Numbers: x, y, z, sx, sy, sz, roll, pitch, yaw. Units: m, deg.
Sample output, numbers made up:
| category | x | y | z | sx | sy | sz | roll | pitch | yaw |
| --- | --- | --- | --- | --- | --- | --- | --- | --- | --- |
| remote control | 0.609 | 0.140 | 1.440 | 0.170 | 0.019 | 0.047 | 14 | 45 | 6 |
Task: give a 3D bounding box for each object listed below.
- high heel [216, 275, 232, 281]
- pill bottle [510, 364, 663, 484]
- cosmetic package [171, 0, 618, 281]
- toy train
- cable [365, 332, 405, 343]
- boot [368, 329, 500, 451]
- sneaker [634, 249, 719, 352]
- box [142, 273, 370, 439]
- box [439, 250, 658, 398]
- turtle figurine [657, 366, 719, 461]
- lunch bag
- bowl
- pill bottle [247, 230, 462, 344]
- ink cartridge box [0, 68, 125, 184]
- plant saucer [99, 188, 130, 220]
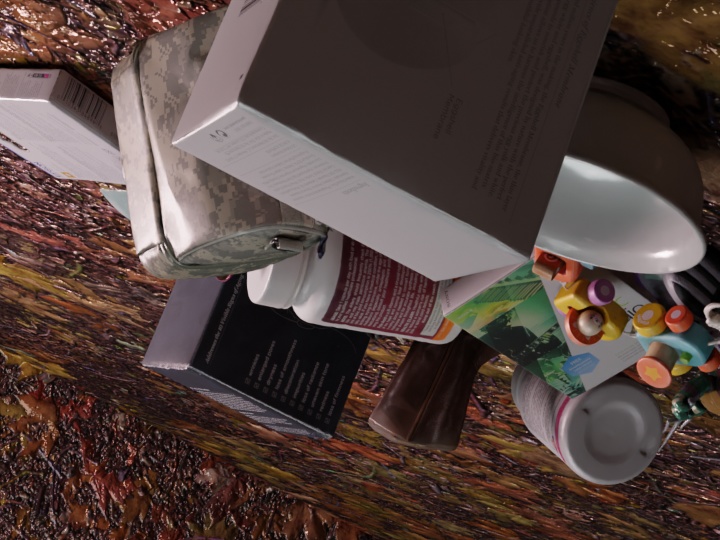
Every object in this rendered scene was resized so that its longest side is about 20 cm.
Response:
| category | x | y | z | sx | sy | sz | roll | pitch | yaw |
| --- | --- | --- | --- | --- | --- | --- | --- | --- | --- |
| high heel | -0.118 | -0.063 | 1.361 | 0.067 | 0.096 | 0.200 | 12 | 161 | 15 |
| pill bottle | 0.235 | 0.145 | 1.649 | 0.113 | 0.114 | 0.200 | 26 | -176 | -16 |
| cosmetic package | 0.025 | -0.128 | 0.929 | 0.200 | 0.200 | 0.123 | 27 | 163 | -19 |
| toy train | 0.218 | 0.034 | 1.311 | 0.200 | 0.056 | 0.150 | 28 | 157 | 13 |
| cable | -0.003 | 0.002 | 1.579 | 0.200 | 0.050 | 0.097 | 50 | 155 | -11 |
| boot | 0.123 | 0.117 | 1.604 | 0.186 | 0.200 | 0.064 | 13 | 144 | 18 |
| sneaker | 0.322 | 0.041 | 1.379 | 0.200 | 0.075 | 0.087 | 43 | 166 | -28 |
| box | -0.102 | 0.056 | 1.705 | 0.196 | 0.201 | 0.124 | 31 | 163 | -30 |
| box | 0.192 | 0.038 | 1.439 | 0.144 | 0.036 | 0.200 | -35 | 130 | 29 |
| turtle figurine | 0.373 | 0.133 | 1.541 | 0.149 | 0.101 | 0.200 | 21 | 153 | -29 |
| lunch bag | -0.095 | -0.097 | 1.182 | 0.139 | 0.201 | 0.168 | -4 | 171 | -28 |
| bowl | 0.164 | -0.080 | 1.115 | 0.200 | 0.091 | 0.201 | 19 | 164 | 5 |
| pill bottle | 0.000 | 0.000 | 1.470 | 0.199 | 0.115 | 0.114 | 10 | 168 | -19 |
| ink cartridge box | -0.310 | -0.147 | 1.591 | 0.199 | 0.043 | 0.196 | 9 | 163 | 39 |
| plant saucer | -0.163 | -0.059 | 1.554 | 0.200 | 0.039 | 0.201 | 3 | -177 | 0 |
